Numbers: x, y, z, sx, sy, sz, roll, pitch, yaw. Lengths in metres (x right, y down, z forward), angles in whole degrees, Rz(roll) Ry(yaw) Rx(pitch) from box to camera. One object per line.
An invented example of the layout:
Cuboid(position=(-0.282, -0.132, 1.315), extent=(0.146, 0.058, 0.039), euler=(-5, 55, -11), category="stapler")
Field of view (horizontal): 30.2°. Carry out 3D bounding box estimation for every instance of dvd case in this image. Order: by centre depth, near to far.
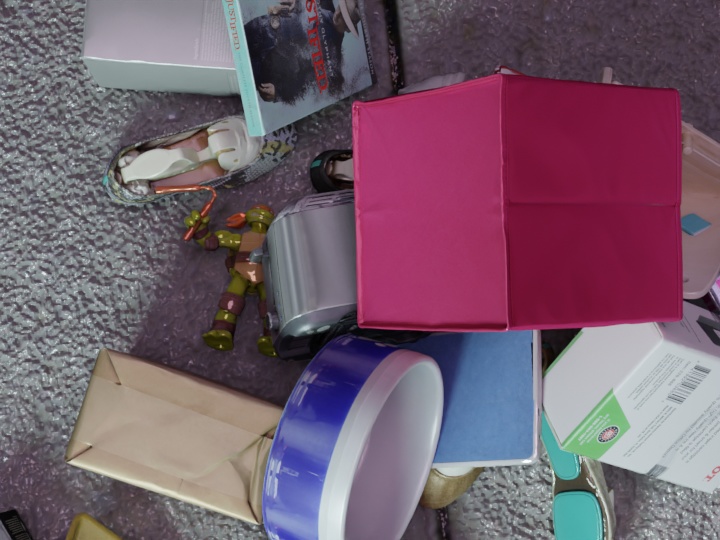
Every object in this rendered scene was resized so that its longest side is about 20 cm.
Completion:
Cuboid(position=(-0.054, -0.222, 1.251), extent=(0.022, 0.200, 0.147), euler=(1, 110, 32), category="dvd case")

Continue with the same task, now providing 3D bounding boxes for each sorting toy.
Cuboid(position=(0.274, -0.060, 1.245), extent=(0.199, 0.107, 0.180), euler=(30, 45, -9), category="sorting toy")

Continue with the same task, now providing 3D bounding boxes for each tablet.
Cuboid(position=(0.078, 0.121, 1.252), extent=(0.199, 0.014, 0.131), euler=(-8, 71, 32), category="tablet")

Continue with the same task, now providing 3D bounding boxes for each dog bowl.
Cuboid(position=(-0.003, 0.159, 1.157), extent=(0.078, 0.200, 0.201), euler=(17, 82, 23), category="dog bowl")

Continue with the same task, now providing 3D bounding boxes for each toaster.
Cuboid(position=(0.000, 0.000, 1.231), extent=(0.199, 0.114, 0.130), euler=(-8, 71, -19), category="toaster")

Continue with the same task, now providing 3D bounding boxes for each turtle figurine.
Cuboid(position=(-0.112, -0.002, 1.290), extent=(0.199, 0.064, 0.162), euler=(14, 66, -17), category="turtle figurine")

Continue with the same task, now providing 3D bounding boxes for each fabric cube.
Cuboid(position=(0.128, -0.052, 1.109), extent=(0.199, 0.196, 0.201), euler=(-1, 91, -35), category="fabric cube")

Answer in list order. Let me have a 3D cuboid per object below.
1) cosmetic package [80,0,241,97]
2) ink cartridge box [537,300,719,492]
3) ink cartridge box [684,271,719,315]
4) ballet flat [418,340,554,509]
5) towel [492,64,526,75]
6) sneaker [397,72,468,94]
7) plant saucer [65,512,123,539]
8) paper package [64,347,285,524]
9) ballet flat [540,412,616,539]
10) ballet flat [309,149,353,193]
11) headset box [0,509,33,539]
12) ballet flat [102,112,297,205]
Cuboid(position=(-0.164, -0.222, 1.300), extent=(0.199, 0.107, 0.091), euler=(7, 83, -3), category="cosmetic package")
Cuboid(position=(0.283, 0.110, 1.214), extent=(0.199, 0.084, 0.146), euler=(20, 120, -32), category="ink cartridge box")
Cuboid(position=(0.409, -0.015, 1.286), extent=(0.199, 0.119, 0.042), euler=(-28, 83, -4), category="ink cartridge box")
Cuboid(position=(0.117, 0.143, 1.280), extent=(0.068, 0.072, 0.200), euler=(42, 84, 10), category="ballet flat")
Cuboid(position=(0.168, -0.086, 1.310), extent=(0.143, 0.023, 0.201), euler=(18, 82, -25), category="towel")
Cuboid(position=(0.046, -0.130, 1.268), extent=(0.088, 0.200, 0.076), euler=(1, 117, 16), category="sneaker")
Cuboid(position=(-0.216, 0.350, 1.184), extent=(0.200, 0.200, 0.048), euler=(41, 123, -21), category="plant saucer")
Cuboid(position=(-0.154, 0.147, 1.208), extent=(0.190, 0.200, 0.104), euler=(18, 84, -1), category="paper package")
Cuboid(position=(0.217, 0.200, 1.280), extent=(0.062, 0.067, 0.201), euler=(-15, 97, -42), category="ballet flat")
Cuboid(position=(0.048, -0.081, 1.307), extent=(0.199, 0.068, 0.068), euler=(7, 81, -1), category="ballet flat")
Cuboid(position=(-0.348, 0.353, 1.229), extent=(0.174, 0.093, 0.200), euler=(-33, 85, -6), category="headset box")
Cuboid(position=(-0.157, -0.111, 1.305), extent=(0.199, 0.072, 0.072), euler=(-17, 84, -4), category="ballet flat")
